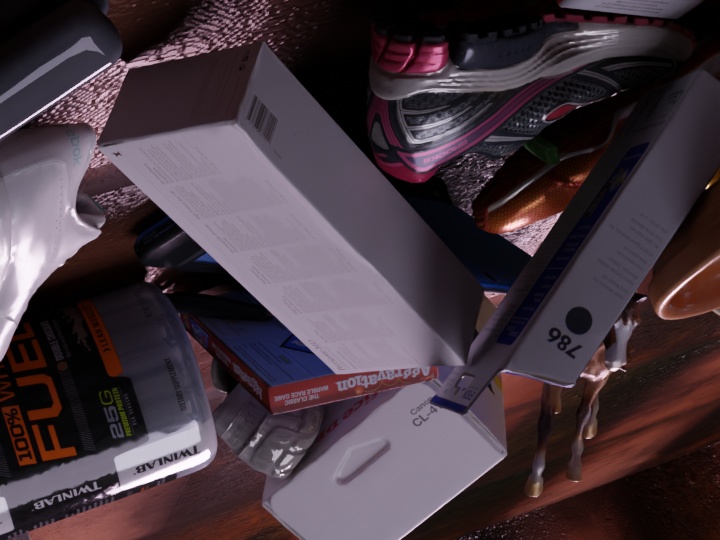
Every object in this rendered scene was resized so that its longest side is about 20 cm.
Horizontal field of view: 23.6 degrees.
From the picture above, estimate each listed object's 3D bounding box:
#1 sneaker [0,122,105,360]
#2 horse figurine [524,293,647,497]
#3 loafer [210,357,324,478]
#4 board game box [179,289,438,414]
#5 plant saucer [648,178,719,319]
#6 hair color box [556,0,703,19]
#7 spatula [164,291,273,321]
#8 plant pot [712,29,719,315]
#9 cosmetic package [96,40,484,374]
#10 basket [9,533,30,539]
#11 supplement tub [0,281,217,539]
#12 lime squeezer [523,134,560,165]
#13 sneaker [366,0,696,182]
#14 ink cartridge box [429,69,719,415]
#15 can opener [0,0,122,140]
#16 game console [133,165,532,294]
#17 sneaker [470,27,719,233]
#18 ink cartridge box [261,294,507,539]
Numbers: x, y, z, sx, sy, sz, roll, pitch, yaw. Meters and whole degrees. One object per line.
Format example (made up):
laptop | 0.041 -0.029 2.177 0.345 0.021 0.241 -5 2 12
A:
sneaker | -0.169 -0.008 0.855 0.088 0.075 0.200 -28 167 -27
horse figurine | 0.129 0.041 0.965 0.050 0.133 0.200 14 -162 10
loafer | -0.061 0.062 1.130 0.070 0.070 0.200 -55 -168 17
board game box | -0.037 0.041 1.061 0.103 0.019 0.200 -12 -163 -17
plant saucer | 0.229 -0.038 0.856 0.200 0.038 0.200 -25 165 -7
hair color box | 0.173 -0.187 0.737 0.101 0.061 0.200 -4 157 -48
spatula | -0.043 0.021 1.056 0.200 0.021 0.056 -2 179 26
plant pot | 0.246 -0.063 1.066 0.200 0.200 0.142 -19 -171 -12
cosmetic package | -0.027 -0.024 0.815 0.082 0.051 0.200 -8 142 34
basket | -0.343 0.205 1.195 0.200 0.136 0.123 -29 159 24
supplement tub | -0.197 0.091 1.034 0.200 0.123 0.123 -19 164 -15
lime squeezer | 0.101 -0.089 0.926 0.070 0.038 0.200 12 -152 19
sneaker | 0.079 -0.095 0.829 0.200 0.081 0.075 -12 120 -37
ink cartridge box | 0.111 -0.004 0.846 0.200 0.039 0.099 -54 -174 -4
can opener | -0.186 -0.058 0.675 0.200 0.053 0.066 -28 144 10
game console | 0.000 0.000 1.010 0.171 0.119 0.200 -31 162 25
sneaker | 0.155 -0.064 0.938 0.200 0.077 0.073 -27 -167 -2
ink cartridge box | 0.018 0.088 1.156 0.148 0.086 0.200 -41 -162 19
